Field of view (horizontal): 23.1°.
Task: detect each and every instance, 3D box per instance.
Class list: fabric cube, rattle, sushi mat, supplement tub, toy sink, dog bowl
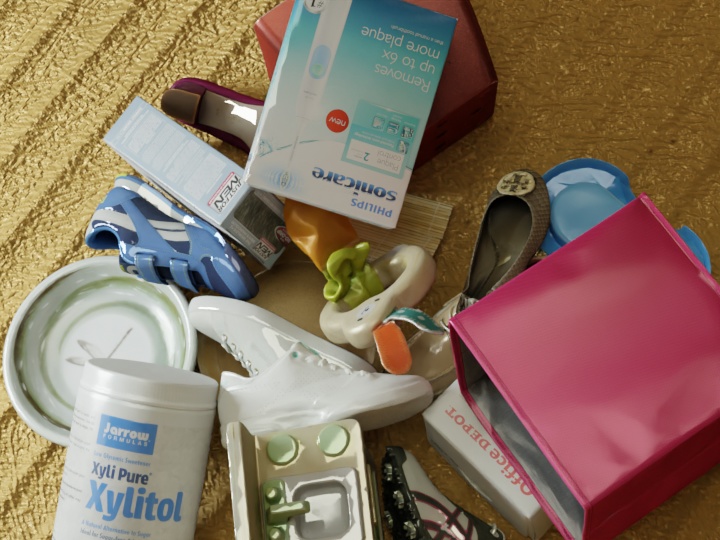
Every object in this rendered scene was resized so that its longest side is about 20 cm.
[{"bbox_3d":[0.212,0.094,1.497,0.199,0.200,0.197,-34,69,-8],"label":"fabric cube"},{"bbox_3d":[0.000,0.000,1.617,0.129,0.200,0.144,-16,108,7],"label":"rattle"},{"bbox_3d":[-0.012,-0.054,1.770,0.199,0.012,0.096,17,51,16],"label":"sushi mat"},{"bbox_3d":[-0.210,0.191,1.630,0.131,0.132,0.201,10,93,14],"label":"supplement tub"},{"bbox_3d":[-0.040,0.214,1.583,0.111,0.200,0.131,-10,66,6],"label":"toy sink"},{"bbox_3d":[0.248,-0.020,1.705,0.111,0.050,0.200,-44,68,-8],"label":"dog bowl"}]

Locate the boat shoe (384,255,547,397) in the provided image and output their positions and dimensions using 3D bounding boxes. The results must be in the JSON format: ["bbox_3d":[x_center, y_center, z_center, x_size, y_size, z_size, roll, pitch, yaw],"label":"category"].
[{"bbox_3d":[0.103,0.051,1.694,0.200,0.065,0.071,-37,67,-4],"label":"boat shoe"}]

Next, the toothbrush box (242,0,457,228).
[{"bbox_3d":[-0.012,-0.154,1.614,0.145,0.085,0.201,18,92,-6],"label":"toothbrush box"}]

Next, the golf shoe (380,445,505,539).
[{"bbox_3d":[0.081,0.248,1.628,0.088,0.077,0.201,-18,67,-19],"label":"golf shoe"}]

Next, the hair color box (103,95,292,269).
[{"bbox_3d":[-0.157,-0.088,1.746,0.200,0.099,0.061,36,85,38],"label":"hair color box"}]

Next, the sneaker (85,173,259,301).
[{"bbox_3d":[-0.184,-0.015,1.722,0.199,0.074,0.082,31,68,27],"label":"sneaker"}]

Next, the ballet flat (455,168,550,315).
[{"bbox_3d":[0.131,-0.020,1.663,0.067,0.046,0.201,2,56,31],"label":"ballet flat"}]

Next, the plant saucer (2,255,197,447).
[{"bbox_3d":[-0.254,0.086,1.753,0.199,0.050,0.202,-3,69,9],"label":"plant saucer"}]

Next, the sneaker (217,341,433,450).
[{"bbox_3d":[-0.035,0.105,1.613,0.199,0.075,0.089,-10,69,3],"label":"sneaker"}]

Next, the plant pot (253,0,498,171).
[{"bbox_3d":[0.032,-0.202,1.747,0.199,0.200,0.177,-35,81,-4],"label":"plant pot"}]

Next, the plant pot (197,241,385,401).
[{"bbox_3d":[-0.064,0.066,1.740,0.199,0.028,0.201,-4,67,9],"label":"plant pot"}]

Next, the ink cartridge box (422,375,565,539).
[{"bbox_3d":[0.176,0.126,1.640,0.200,0.083,0.145,-44,69,-9],"label":"ink cartridge box"}]

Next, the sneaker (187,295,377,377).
[{"bbox_3d":[-0.089,0.090,1.680,0.199,0.073,0.085,23,72,17],"label":"sneaker"}]

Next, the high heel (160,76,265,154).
[{"bbox_3d":[-0.107,-0.152,1.821,0.199,0.096,0.068,25,103,1],"label":"high heel"}]
